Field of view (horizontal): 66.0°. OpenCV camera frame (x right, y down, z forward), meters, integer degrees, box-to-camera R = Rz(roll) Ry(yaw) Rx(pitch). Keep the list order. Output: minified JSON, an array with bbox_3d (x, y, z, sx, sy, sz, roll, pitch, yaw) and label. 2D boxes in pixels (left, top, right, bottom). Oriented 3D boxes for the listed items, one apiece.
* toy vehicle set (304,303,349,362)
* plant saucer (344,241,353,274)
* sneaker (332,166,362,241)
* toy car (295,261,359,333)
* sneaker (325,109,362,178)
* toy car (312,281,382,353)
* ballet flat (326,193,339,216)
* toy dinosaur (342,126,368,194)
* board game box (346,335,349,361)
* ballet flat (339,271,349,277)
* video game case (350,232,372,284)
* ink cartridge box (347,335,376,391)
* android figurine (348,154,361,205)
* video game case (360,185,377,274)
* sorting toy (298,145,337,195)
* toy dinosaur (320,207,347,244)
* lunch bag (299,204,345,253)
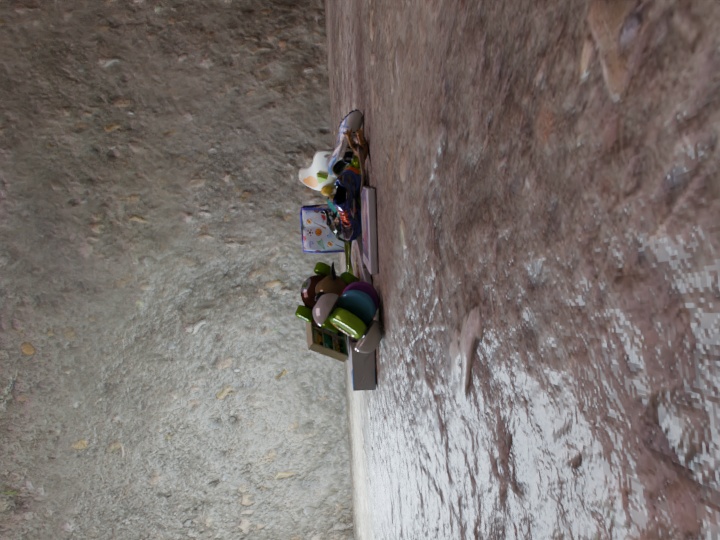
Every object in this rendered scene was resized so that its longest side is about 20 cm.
[{"bbox_3d":[-0.102,0.166,1.617,0.027,0.123,0.202,-50,32,28],"label":"toy vehicle set"},{"bbox_3d":[-0.026,-0.100,1.817,0.201,0.047,0.203,95,170,-60],"label":"plant saucer"},{"bbox_3d":[-0.041,-0.171,1.484,0.075,0.078,0.203,16,122,37],"label":"sneaker"},{"bbox_3d":[-0.095,0.054,1.490,0.200,0.156,0.166,86,-153,-73],"label":"toy car"},{"bbox_3d":[-0.036,-0.345,1.530,0.073,0.071,0.202,48,128,30],"label":"sneaker"},{"bbox_3d":[-0.016,0.099,1.342,0.151,0.174,0.200,-57,0,-7],"label":"toy car"},{"bbox_3d":[-0.031,-0.164,1.686,0.201,0.062,0.069,56,164,22],"label":"ballet flat"},{"bbox_3d":[0.002,-0.300,1.396,0.202,0.059,0.107,-90,-23,-46],"label":"toy dinosaur"},{"bbox_3d":[-0.063,0.176,1.777,0.151,0.047,0.202,46,-159,-33],"label":"board game box"},{"bbox_3d":[-0.035,0.092,1.718,0.202,0.073,0.075,-94,4,-47],"label":"ballet flat"},{"bbox_3d":[0.000,0.000,1.595,0.201,0.022,0.185,98,162,-64],"label":"video game case"},{"bbox_3d":[0.000,0.250,1.585,0.200,0.067,0.117,-114,22,-78],"label":"ink cartridge box"},{"bbox_3d":[-0.011,-0.235,1.589,0.200,0.040,0.185,-107,15,-73],"label":"android figurine"},{"bbox_3d":[0.020,-0.106,1.389,0.182,0.023,0.204,-116,24,-78],"label":"video game case"},{"bbox_3d":[-0.078,-0.331,1.654,0.107,0.198,0.181,53,164,15],"label":"sorting toy"},{"bbox_3d":[-0.076,-0.136,1.635,0.200,0.047,0.089,64,-179,-78],"label":"toy dinosaur"},{"bbox_3d":[-0.120,-0.155,2.026,0.124,0.196,0.173,-112,18,-75],"label":"lunch bag"}]
